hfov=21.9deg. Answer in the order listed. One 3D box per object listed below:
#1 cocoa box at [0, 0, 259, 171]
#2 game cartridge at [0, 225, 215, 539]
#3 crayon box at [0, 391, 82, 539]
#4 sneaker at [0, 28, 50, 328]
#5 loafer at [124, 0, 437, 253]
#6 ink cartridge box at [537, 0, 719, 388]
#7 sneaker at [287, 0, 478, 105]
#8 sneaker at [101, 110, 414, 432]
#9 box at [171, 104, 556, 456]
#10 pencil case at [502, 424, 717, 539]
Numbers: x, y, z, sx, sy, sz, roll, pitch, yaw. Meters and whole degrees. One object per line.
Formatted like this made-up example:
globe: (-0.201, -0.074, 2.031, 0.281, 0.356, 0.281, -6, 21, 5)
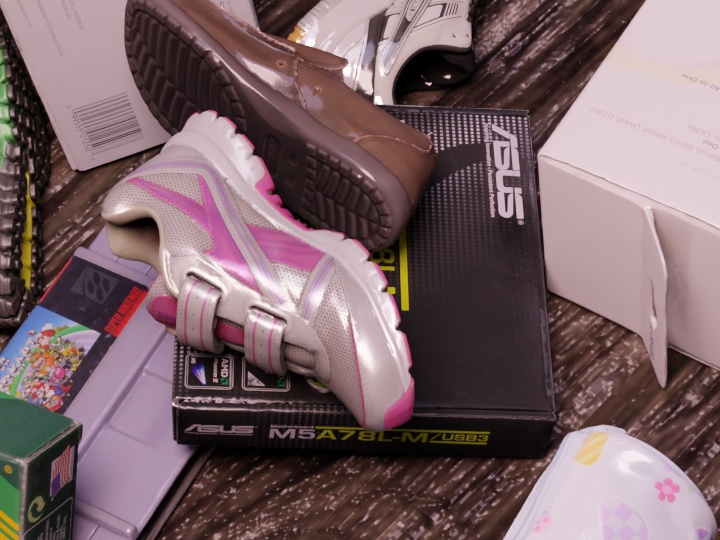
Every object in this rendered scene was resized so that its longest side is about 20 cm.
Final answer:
cocoa box: (-0.139, -0.181, 1.051, 0.133, 0.200, 0.132, -19, 55, -2)
game cartridge: (-0.134, 0.067, 0.986, 0.129, 0.038, 0.200, 24, 63, 18)
crayon box: (-0.236, 0.106, 0.919, 0.199, 0.128, 0.051, 18, 27, 21)
sneaker: (-0.226, -0.057, 1.057, 0.085, 0.078, 0.201, -6, 56, 6)
loafer: (-0.042, -0.085, 0.972, 0.200, 0.073, 0.071, 40, 49, 16)
ink cartridge box: (0.182, -0.052, 0.955, 0.125, 0.129, 0.200, 26, 63, 24)
sneaker: (0.043, -0.151, 1.092, 0.088, 0.076, 0.200, 39, 70, 10)
sneaker: (-0.053, 0.014, 0.895, 0.088, 0.082, 0.200, -33, 57, -23)
box: (0.000, 0.000, 0.979, 0.192, 0.048, 0.201, 2, 55, -3)
pencil case: (0.080, 0.167, 0.851, 0.091, 0.083, 0.200, 39, 67, 6)
